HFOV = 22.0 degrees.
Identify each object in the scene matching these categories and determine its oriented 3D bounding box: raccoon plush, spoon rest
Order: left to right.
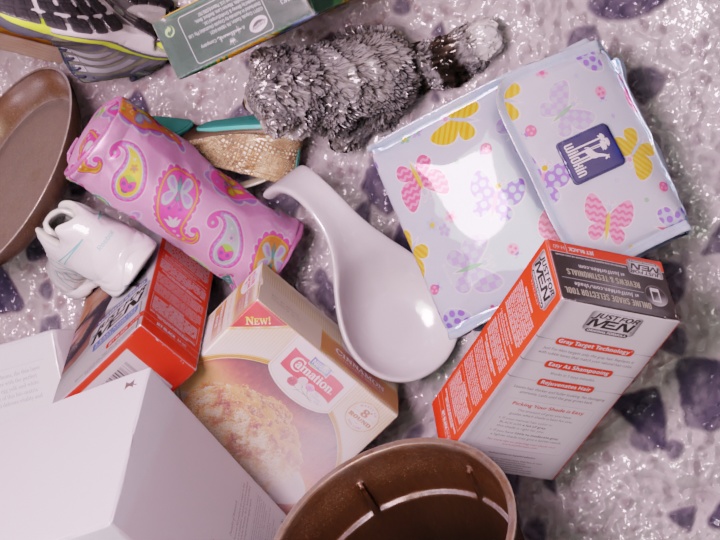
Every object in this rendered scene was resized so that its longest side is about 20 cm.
[{"bbox_3d":[-0.002,-0.167,1.460,0.199,0.134,0.097,-33,78,21],"label":"raccoon plush"},{"bbox_3d":[0.000,0.000,1.483,0.099,0.061,0.200,-38,87,-18],"label":"spoon rest"}]

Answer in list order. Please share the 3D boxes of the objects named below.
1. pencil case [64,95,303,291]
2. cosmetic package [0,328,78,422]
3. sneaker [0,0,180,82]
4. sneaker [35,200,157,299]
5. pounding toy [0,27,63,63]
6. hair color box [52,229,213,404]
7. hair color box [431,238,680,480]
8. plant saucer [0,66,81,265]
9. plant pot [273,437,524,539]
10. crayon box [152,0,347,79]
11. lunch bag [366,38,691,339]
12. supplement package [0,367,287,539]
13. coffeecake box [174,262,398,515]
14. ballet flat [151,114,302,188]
[{"bbox_3d":[-0.143,-0.056,1.509,0.200,0.088,0.087,36,109,-20],"label":"pencil case"},{"bbox_3d":[-0.293,0.167,1.605,0.198,0.123,0.201,-15,85,24],"label":"cosmetic package"},{"bbox_3d":[-0.230,-0.193,1.537,0.081,0.199,0.074,-42,57,31],"label":"sneaker"},{"bbox_3d":[-0.233,-0.025,1.551,0.080,0.200,0.071,38,74,-17],"label":"sneaker"},{"bbox_3d":[-0.304,-0.257,1.550,0.142,0.200,0.185,37,105,28],"label":"pounding toy"},{"bbox_3d":[-0.182,0.047,1.513,0.064,0.200,0.111,41,110,-17],"label":"hair color box"},{"bbox_3d":[0.140,0.070,1.375,0.200,0.101,0.061,122,150,-42],"label":"hair color box"},{"bbox_3d":[-0.300,-0.081,1.606,0.200,0.032,0.201,-33,42,35],"label":"plant saucer"},{"bbox_3d":[0.056,0.265,1.388,0.199,0.199,0.201,-18,39,15],"label":"plant pot"},{"bbox_3d":[-0.065,-0.213,1.464,0.125,0.200,0.052,-22,99,23],"label":"crayon box"},{"bbox_3d":[0.131,-0.064,1.412,0.199,0.127,0.170,-24,85,15],"label":"lunch bag"},{"bbox_3d":[-0.174,0.210,1.404,0.150,0.152,0.200,-20,127,25],"label":"supplement package"},{"bbox_3d":[-0.090,0.119,1.504,0.153,0.073,0.200,40,109,-16],"label":"coffeecake box"},{"bbox_3d":[-0.140,-0.097,1.566,0.199,0.070,0.066,4,110,28],"label":"ballet flat"}]
